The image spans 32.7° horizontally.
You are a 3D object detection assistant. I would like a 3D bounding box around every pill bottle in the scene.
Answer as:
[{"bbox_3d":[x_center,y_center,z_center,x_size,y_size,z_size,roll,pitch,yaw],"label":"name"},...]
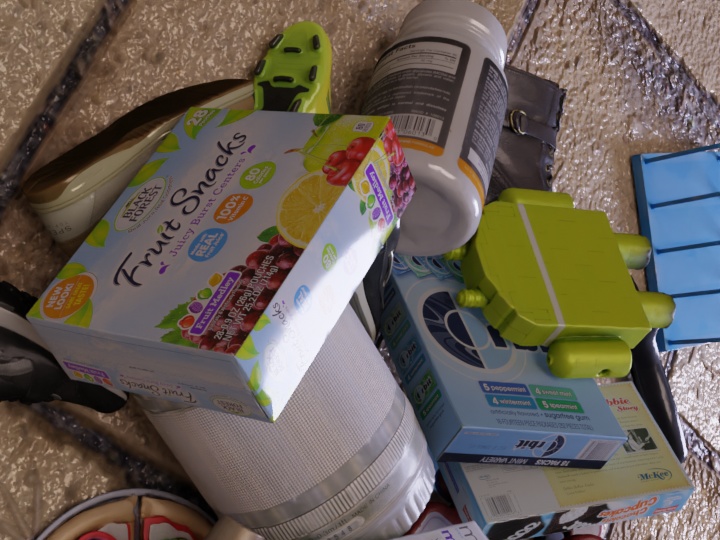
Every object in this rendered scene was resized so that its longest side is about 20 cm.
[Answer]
[{"bbox_3d":[0.057,-0.120,0.996,0.116,0.116,0.201,39,48,-27],"label":"pill bottle"}]

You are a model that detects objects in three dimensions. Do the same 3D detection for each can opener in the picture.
[{"bbox_3d":[0.276,0.096,1.199,0.063,0.078,0.201,-70,138,-69],"label":"can opener"}]

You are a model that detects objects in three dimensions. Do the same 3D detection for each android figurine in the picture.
[{"bbox_3d":[0.161,0.006,1.009,0.198,0.041,0.183,1,55,-25],"label":"android figurine"}]

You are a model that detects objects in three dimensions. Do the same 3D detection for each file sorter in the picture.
[{"bbox_3d":[0.377,-0.029,1.244,0.138,0.122,0.202,-6,87,-39],"label":"file sorter"}]

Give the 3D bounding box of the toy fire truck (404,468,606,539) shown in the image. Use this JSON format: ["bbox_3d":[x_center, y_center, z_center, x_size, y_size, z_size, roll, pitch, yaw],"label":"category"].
[{"bbox_3d":[0.106,0.248,1.006,0.168,0.112,0.200,42,69,-7],"label":"toy fire truck"}]

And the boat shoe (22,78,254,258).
[{"bbox_3d":[-0.149,-0.077,0.879,0.200,0.074,0.067,-36,119,-34],"label":"boat shoe"}]

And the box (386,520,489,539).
[{"bbox_3d":[0.000,0.281,0.839,0.176,0.201,0.097,-1,44,-47],"label":"box"}]

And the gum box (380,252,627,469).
[{"bbox_3d":[0.102,0.065,0.991,0.169,0.045,0.201,9,41,-33],"label":"gum box"}]

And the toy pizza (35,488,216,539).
[{"bbox_3d":[-0.155,0.254,0.850,0.199,0.032,0.202,6,81,-37],"label":"toy pizza"}]

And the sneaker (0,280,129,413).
[{"bbox_3d":[-0.244,0.055,0.796,0.200,0.076,0.088,37,92,-37],"label":"sneaker"}]

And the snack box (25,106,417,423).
[{"bbox_3d":[-0.083,-0.013,0.770,0.201,0.167,0.068,-57,139,-33],"label":"snack box"}]

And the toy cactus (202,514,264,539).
[{"bbox_3d":[-0.107,0.237,0.764,0.166,0.199,0.102,-60,145,-10],"label":"toy cactus"}]

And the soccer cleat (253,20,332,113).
[{"bbox_3d":[-0.048,-0.096,0.972,0.084,0.064,0.202,31,58,-63],"label":"soccer cleat"}]

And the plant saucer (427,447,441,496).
[{"bbox_3d":[0.114,0.187,1.069,0.200,0.019,0.070,40,77,-26],"label":"plant saucer"}]

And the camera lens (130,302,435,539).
[{"bbox_3d":[-0.055,0.097,0.863,0.160,0.159,0.201,-44,113,-33],"label":"camera lens"}]

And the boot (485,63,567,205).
[{"bbox_3d":[0.165,-0.090,1.120,0.199,0.069,0.176,24,70,-31],"label":"boot"}]

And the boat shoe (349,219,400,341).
[{"bbox_3d":[0.000,0.000,0.914,0.072,0.201,0.068,38,67,21],"label":"boat shoe"}]

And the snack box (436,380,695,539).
[{"bbox_3d":[0.163,0.155,1.009,0.198,0.037,0.117,-4,47,-23],"label":"snack box"}]
